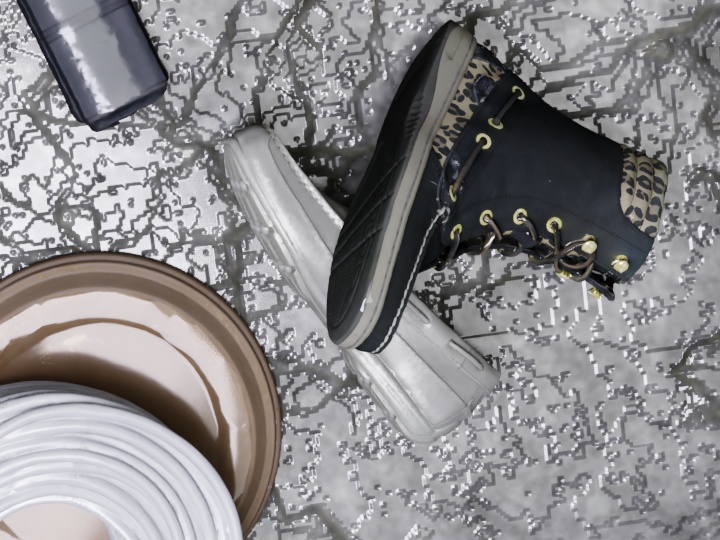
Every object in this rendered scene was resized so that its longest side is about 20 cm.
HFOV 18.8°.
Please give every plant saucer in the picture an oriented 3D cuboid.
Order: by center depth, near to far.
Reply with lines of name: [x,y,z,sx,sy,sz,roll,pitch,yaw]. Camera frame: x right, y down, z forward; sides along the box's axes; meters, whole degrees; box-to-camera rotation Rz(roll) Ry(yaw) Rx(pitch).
plant saucer: [-0.141,0.091,1.178,0.199,0.029,0.201,-1,98,-7]

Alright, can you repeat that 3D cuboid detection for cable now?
cable: [-0.161,0.157,1.127,0.199,0.069,0.201,0,100,-16]

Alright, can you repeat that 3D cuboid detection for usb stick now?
usb stick: [-0.164,-0.170,1.137,0.055,0.033,0.201,-26,99,-1]

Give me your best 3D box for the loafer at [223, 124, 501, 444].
loafer: [0.000,0.000,1.164,0.070,0.070,0.200,-37,106,-7]

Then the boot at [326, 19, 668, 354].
boot: [0.075,-0.020,1.125,0.153,0.073,0.204,29,54,-13]
